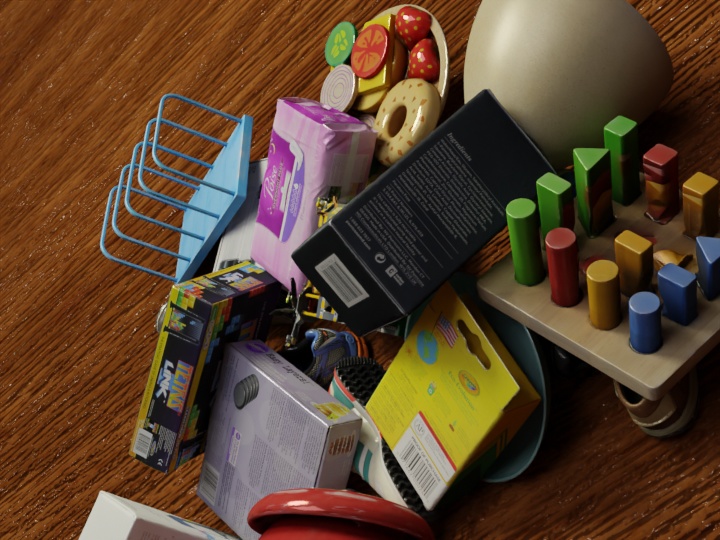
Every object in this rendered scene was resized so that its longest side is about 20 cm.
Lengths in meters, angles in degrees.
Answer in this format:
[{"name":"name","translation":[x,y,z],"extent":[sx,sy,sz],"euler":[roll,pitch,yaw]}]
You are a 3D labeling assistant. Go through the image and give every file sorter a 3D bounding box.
[{"name":"file sorter","translation":[-0.233,-0.101,1.554],"extent":[0.200,0.122,0.139],"euler":[-50,28,43]}]

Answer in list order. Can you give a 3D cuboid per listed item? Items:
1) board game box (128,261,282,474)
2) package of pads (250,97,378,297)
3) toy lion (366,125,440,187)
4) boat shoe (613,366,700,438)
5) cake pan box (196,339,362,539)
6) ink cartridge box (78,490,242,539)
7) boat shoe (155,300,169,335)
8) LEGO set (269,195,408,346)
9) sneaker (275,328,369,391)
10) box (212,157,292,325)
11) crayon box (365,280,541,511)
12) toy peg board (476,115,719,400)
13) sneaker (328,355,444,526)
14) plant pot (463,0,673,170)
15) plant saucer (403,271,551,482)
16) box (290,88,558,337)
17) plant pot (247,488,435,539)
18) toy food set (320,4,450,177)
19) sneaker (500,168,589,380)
[{"name":"board game box","translation":[-0.167,0.103,1.358],"extent":[0.056,0.165,0.201],"euler":[23,108,19]},{"name":"package of pads","translation":[-0.055,-0.078,1.350],"extent":[0.120,0.075,0.201],"euler":[35,120,47]},{"name":"toy lion","translation":[0.028,-0.096,1.403],"extent":[0.200,0.068,0.192],"euler":[41,105,48]},{"name":"boat shoe","translation":[0.253,0.043,1.086],"extent":[0.075,0.074,0.201],"euler":[-22,54,34]},{"name":"cake pan box","translation":[-0.091,0.200,1.291],"extent":[0.184,0.052,0.201],"euler":[32,117,44]},{"name":"ink cartridge box","translation":[-0.203,0.332,1.282],"extent":[0.087,0.199,0.146],"euler":[15,79,51]},{"name":"boat shoe","translation":[-0.199,0.072,1.424],"extent":[0.065,0.200,0.074],"euler":[26,80,17]},{"name":"LEGO set","translation":[0.000,0.000,1.288],"extent":[0.115,0.199,0.155],"euler":[9,98,48]},{"name":"sneaker","translation":[-0.085,0.127,1.370],"extent":[0.200,0.078,0.076],"euler":[-44,43,17]},{"name":"box","translation":[-0.112,-0.035,1.501],"extent":[0.116,0.060,0.201],"euler":[-8,62,42]},{"name":"crayon box","translation":[0.087,0.113,1.137],"extent":[0.127,0.051,0.200],"euler":[57,141,26]},{"name":"toy peg board","translation":[0.229,-0.026,1.043],"extent":[0.200,0.098,0.199],"euler":[-38,47,-23]},{"name":"sneaker","translation":[0.021,0.187,1.255],"extent":[0.200,0.070,0.094],"euler":[58,142,33]},{"name":"plant pot","translation":[0.175,-0.173,1.171],"extent":[0.200,0.200,0.135],"euler":[19,69,48]},{"name":"plant saucer","translation":[0.116,0.097,1.167],"extent":[0.200,0.036,0.202],"euler":[22,118,50]},{"name":"box","translation":[0.055,-0.049,1.131],"extent":[0.200,0.107,0.148],"euler":[-42,3,-19]},{"name":"plant pot","translation":[-0.022,0.303,1.120],"extent":[0.200,0.200,0.184],"euler":[-12,59,40]},{"name":"toy food set","translation":[0.021,-0.196,1.359],"extent":[0.197,0.048,0.202],"euler":[-10,72,48]},{"name":"sneaker","translation":[0.198,0.005,1.158],"extent":[0.111,0.076,0.201],"euler":[11,80,53]}]
